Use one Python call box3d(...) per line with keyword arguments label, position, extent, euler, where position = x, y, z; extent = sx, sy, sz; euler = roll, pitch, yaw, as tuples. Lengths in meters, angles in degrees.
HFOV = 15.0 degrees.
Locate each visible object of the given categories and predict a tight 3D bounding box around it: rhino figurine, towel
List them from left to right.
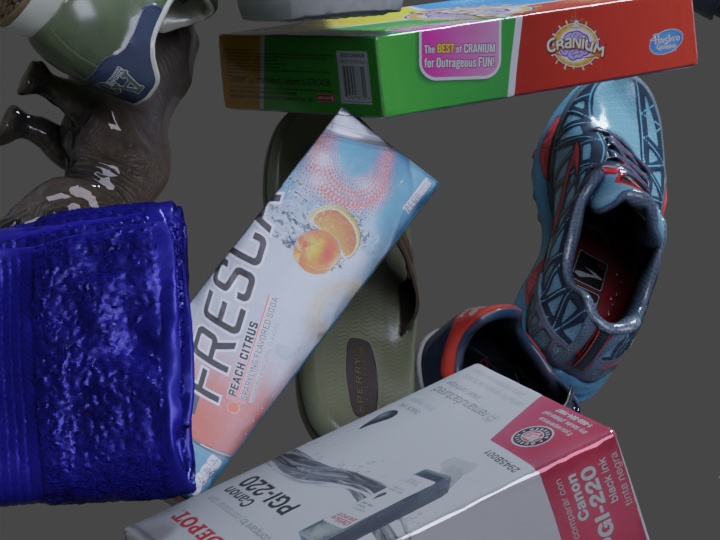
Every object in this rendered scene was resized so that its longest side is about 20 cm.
box3d(label="towel", position=(-0.176, 0.041, 1.271), extent=(0.200, 0.050, 0.148), euler=(-7, 65, 4))
box3d(label="rhino figurine", position=(-0.135, -0.072, 1.381), extent=(0.087, 0.060, 0.200), euler=(20, 56, -14))

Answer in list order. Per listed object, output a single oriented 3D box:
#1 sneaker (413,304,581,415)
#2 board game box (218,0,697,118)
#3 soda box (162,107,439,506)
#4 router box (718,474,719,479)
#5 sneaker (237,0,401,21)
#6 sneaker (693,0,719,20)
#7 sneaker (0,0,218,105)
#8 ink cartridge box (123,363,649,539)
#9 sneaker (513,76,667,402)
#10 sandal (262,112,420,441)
box3d(label="sneaker", position=(0.090, 0.108, 1.380), extent=(0.075, 0.085, 0.200), euler=(-20, 76, -30))
box3d(label="board game box", position=(0.050, -0.115, 1.423), extent=(0.200, 0.153, 0.040), euler=(-12, 101, -33))
box3d(label="soda box", position=(-0.048, 0.020, 1.335), extent=(0.064, 0.068, 0.200), euler=(37, 78, -1))
box3d(label="router box", position=(0.261, 0.189, 1.351), extent=(0.150, 0.062, 0.200), euler=(12, 57, -55))
box3d(label="sneaker", position=(-0.030, -0.167, 1.376), extent=(0.078, 0.200, 0.080), euler=(-5, 100, -13))
box3d(label="sneaker", position=(0.225, -0.167, 1.576), extent=(0.079, 0.078, 0.200), euler=(-17, 63, -34))
box3d(label="sneaker", position=(-0.109, -0.159, 1.377), extent=(0.090, 0.067, 0.200), euler=(39, 43, -15))
box3d(label="ink cartridge box", position=(0.011, 0.130, 1.250), extent=(0.200, 0.146, 0.085), euler=(-26, 110, -18))
box3d(label="sneaker", position=(0.139, -0.028, 1.460), extent=(0.079, 0.096, 0.200), euler=(19, 60, -15))
box3d(label="sandal", position=(0.001, 0.001, 1.407), extent=(0.080, 0.057, 0.201), euler=(2, 62, -23))
